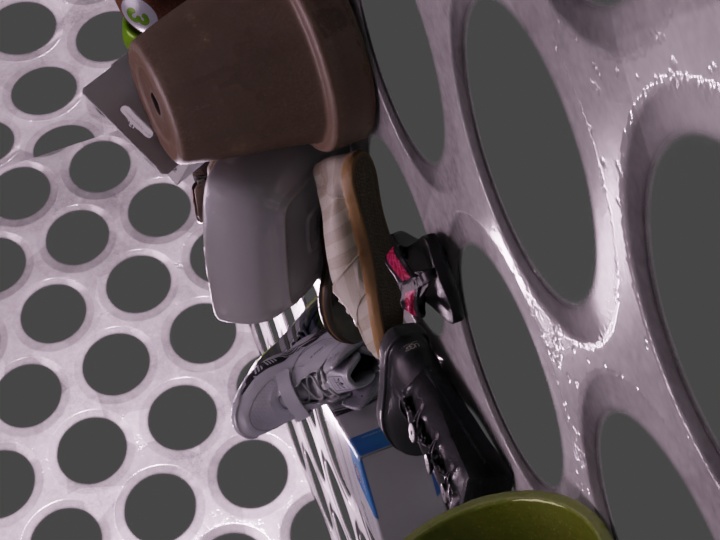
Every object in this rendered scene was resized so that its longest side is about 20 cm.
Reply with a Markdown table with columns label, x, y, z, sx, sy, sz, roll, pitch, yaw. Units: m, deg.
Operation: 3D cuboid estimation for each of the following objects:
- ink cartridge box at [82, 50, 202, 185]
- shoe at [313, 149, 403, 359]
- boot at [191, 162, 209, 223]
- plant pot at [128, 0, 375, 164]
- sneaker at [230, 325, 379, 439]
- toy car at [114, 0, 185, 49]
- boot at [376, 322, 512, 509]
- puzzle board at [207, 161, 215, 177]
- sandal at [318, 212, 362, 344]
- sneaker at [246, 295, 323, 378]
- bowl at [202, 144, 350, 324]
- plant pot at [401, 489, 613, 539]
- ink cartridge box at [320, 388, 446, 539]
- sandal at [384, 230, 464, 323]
| label | x | y | z | sx | sy | sz | roll | pitch | yaw |
| --- | --- | --- | --- | --- | --- | --- | --- | --- | --- |
| ink cartridge box | -0.169 | -0.167 | 1.296 | 0.115 | 0.200 | 0.068 | 44 | 144 | 1 |
| shoe | -0.001 | -0.013 | 1.277 | 0.070 | 0.053 | 0.203 | -35 | -63 | -61 |
| boot | -0.145 | -0.092 | 1.768 | 0.070 | 0.144 | 0.203 | -147 | 39 | -72 |
| plant pot | -0.104 | -0.177 | 1.193 | 0.201 | 0.173 | 0.201 | 56 | 162 | 30 |
| sneaker | -0.054 | 0.128 | 1.530 | 0.076 | 0.199 | 0.115 | 58 | 169 | -20 |
| toy car | -0.162 | -0.260 | 1.444 | 0.201 | 0.156 | 0.165 | 60 | 156 | 26 |
| boot | 0.079 | 0.169 | 1.231 | 0.201 | 0.065 | 0.166 | -124 | 16 | -45 |
| puzzle board | -0.134 | -0.174 | 1.549 | 0.151 | 0.017 | 0.202 | 97 | -167 | -71 |
| sandal | 0.000 | 0.000 | 1.372 | 0.054 | 0.082 | 0.202 | 24 | 134 | 27 |
| sneaker | -0.071 | 0.094 | 1.622 | 0.073 | 0.201 | 0.081 | 35 | 155 | -1 |
| bowl | -0.070 | -0.058 | 1.340 | 0.074 | 0.200 | 0.202 | 18 | 133 | 22 |
| plant pot | 0.115 | 0.290 | 0.931 | 0.191 | 0.198 | 0.200 | 61 | 176 | -25 |
| ink cartridge box | 0.026 | 0.218 | 1.551 | 0.200 | 0.083 | 0.147 | -130 | 22 | -66 |
| sandal | 0.044 | 0.007 | 1.143 | 0.200 | 0.044 | 0.076 | -154 | 47 | -78 |
